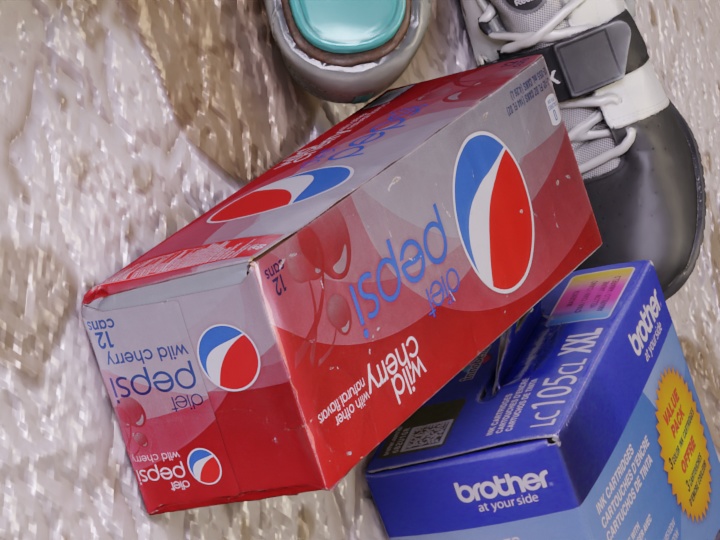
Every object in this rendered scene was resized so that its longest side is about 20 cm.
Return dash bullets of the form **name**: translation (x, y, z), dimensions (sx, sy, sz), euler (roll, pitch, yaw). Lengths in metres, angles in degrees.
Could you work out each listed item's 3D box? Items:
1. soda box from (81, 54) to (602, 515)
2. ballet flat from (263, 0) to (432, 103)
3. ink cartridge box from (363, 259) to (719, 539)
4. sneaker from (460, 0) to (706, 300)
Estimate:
- **soda box**: translation (0.000, 0.000, 0.828), dimensions (0.200, 0.063, 0.070), euler (-37, 112, -55)
- **ballet flat**: translation (-0.016, -0.151, 0.903), dimensions (0.064, 0.067, 0.201), euler (94, -10, -80)
- **ink cartridge box**: translation (0.073, 0.089, 0.956), dimensions (0.201, 0.076, 0.137), euler (68, 27, -19)
- **sneaker**: translation (0.069, -0.082, 1.028), dimensions (0.088, 0.074, 0.201), euler (22, 51, -61)
